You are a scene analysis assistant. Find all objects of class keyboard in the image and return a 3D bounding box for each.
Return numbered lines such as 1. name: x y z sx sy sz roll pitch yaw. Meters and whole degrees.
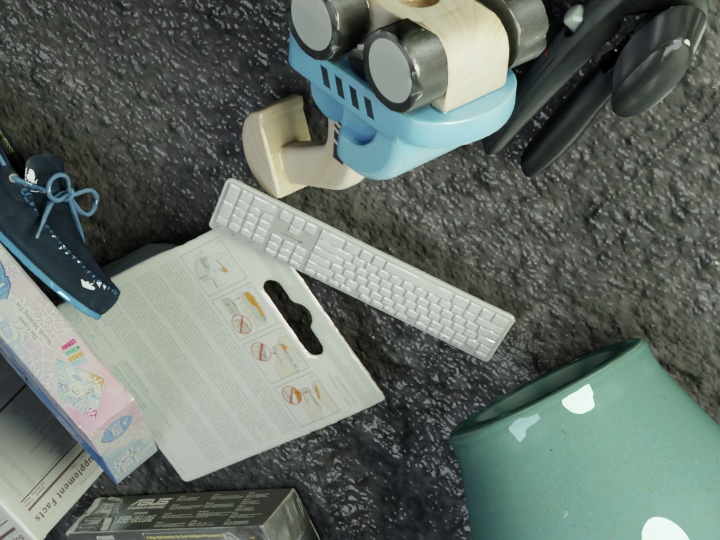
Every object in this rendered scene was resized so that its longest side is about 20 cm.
1. keyboard: 0.000 0.000 1.389 0.200 0.011 0.056 26 151 -1

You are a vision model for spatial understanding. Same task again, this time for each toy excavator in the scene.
1. toy excavator: 0.003 -0.096 1.279 0.194 0.100 0.200 37 138 35

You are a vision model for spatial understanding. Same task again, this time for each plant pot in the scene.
1. plant pot: 0.151 0.151 1.324 0.200 0.200 0.188 -27 90 43

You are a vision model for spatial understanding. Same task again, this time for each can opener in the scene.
1. can opener: 0.125 -0.111 1.223 0.063 0.079 0.200 39 145 -10

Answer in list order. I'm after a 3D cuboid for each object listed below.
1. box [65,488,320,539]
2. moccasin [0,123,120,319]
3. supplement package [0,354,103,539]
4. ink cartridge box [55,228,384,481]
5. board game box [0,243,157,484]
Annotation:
1. box: -0.106 0.242 1.649 0.200 0.050 0.158 -8 117 37
2. moccasin: -0.227 -0.056 1.473 0.200 0.068 0.080 47 178 4
3. supplement package: -0.304 0.119 1.641 0.200 0.114 0.109 48 133 -7
4. ink cartridge box: -0.091 0.046 1.501 0.200 0.047 0.160 -25 106 37
5. board game box: -0.221 0.044 1.477 0.199 0.043 0.200 47 170 10
